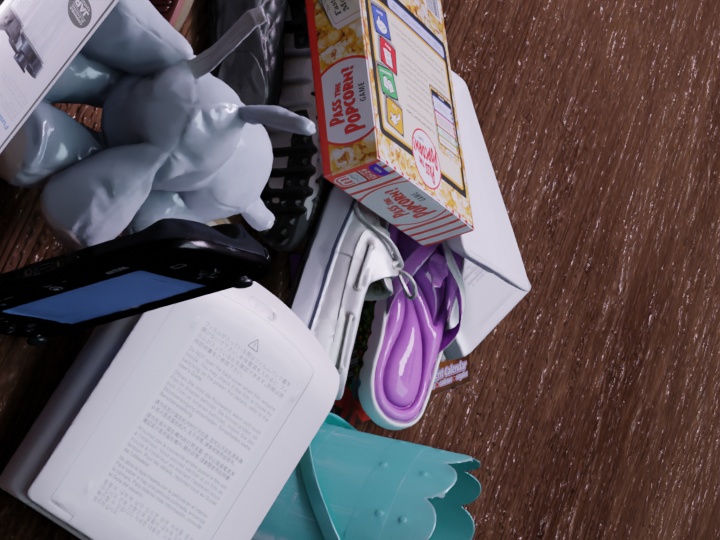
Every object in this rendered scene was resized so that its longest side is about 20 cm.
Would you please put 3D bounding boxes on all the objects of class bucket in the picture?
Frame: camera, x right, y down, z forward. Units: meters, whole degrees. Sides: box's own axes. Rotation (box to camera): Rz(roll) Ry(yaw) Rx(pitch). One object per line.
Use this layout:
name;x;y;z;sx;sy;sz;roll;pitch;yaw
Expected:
bucket;-0.004;0.208;1.372;0.207;0.134;0.209;16;90;-77

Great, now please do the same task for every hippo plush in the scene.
hippo plush;-0.124;-0.098;1.207;0.160;0.199;0.161;66;10;13

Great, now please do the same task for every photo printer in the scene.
photo printer;-0.116;0.097;1.230;0.166;0.069;0.201;37;78;-26

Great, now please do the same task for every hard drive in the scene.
hard drive;0.064;-0.046;1.526;0.132;0.026;0.201;-40;109;-51

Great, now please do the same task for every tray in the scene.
tray;0.073;-0.080;1.472;0.107;0.022;0.201;30;39;-54

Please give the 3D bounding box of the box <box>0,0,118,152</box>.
box;-0.219;-0.140;1.082;0.201;0.116;0.060;-58;137;-32

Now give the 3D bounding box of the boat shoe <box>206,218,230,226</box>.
boat shoe;-0.097;0.064;1.326;0.063;0.073;0.202;-26;108;-46

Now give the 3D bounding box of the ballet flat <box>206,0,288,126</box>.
ballet flat;-0.080;-0.196;1.347;0.057;0.066;0.202;170;-72;-84

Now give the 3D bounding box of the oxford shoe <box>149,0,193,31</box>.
oxford shoe;-0.109;-0.234;1.273;0.075;0.070;0.202;36;65;-57

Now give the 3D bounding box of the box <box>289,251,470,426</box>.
box;0.019;0.041;1.517;0.199;0.039;0.138;-15;105;-54

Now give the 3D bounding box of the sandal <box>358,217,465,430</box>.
sandal;0.050;0.022;1.441;0.082;0.050;0.205;18;74;-34

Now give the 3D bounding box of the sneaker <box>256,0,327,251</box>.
sneaker;-0.034;-0.113;1.399;0.090;0.066;0.202;6;87;-53

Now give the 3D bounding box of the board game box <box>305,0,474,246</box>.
board game box;0.019;-0.137;1.367;0.151;0.046;0.202;33;45;-55

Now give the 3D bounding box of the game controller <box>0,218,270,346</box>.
game controller;-0.153;0.009;1.130;0.104;0.199;0.043;0;76;-58

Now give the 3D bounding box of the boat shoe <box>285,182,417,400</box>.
boat shoe;0.001;0.000;1.383;0.075;0.085;0.203;131;-22;-70
